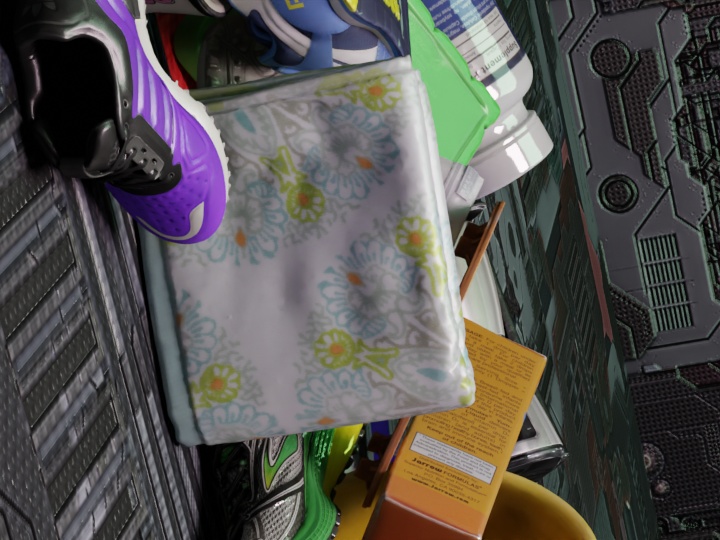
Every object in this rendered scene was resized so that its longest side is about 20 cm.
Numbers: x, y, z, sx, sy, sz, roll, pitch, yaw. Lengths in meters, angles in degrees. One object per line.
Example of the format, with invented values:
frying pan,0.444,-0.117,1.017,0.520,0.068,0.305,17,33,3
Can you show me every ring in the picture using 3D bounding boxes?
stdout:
ring,0.038,0.048,1.522,0.200,0.019,0.201,24,90,-88

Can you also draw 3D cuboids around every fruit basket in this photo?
fruit basket,-0.034,-0.130,1.648,0.156,0.215,0.216,-56,146,-26

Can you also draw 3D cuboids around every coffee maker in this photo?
coffee maker,0.066,0.069,1.848,0.192,0.135,0.200,31,40,-77

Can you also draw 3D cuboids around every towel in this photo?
towel,-0.035,-0.011,1.412,0.048,0.171,0.200,-9,90,-77

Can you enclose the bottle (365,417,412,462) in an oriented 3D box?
bottle,0.033,0.064,1.706,0.084,0.065,0.200,53,29,-64

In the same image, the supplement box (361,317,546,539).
supplement box,0.056,0.113,1.529,0.200,0.069,0.067,-66,177,-56

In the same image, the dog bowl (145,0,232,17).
dog bowl,-0.128,-0.231,1.397,0.200,0.074,0.200,-10,90,-79

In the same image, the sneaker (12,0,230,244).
sneaker,-0.129,-0.072,1.295,0.100,0.069,0.200,-78,152,-45

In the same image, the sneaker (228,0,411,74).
sneaker,-0.018,-0.145,1.466,0.200,0.082,0.074,48,35,-67

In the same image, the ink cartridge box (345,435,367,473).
ink cartridge box,-0.029,0.079,1.672,0.146,0.048,0.200,-83,161,-54

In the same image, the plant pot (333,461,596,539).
plant pot,0.043,0.248,1.561,0.201,0.200,0.189,-80,172,-59

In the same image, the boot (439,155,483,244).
boot,0.000,0.000,1.589,0.074,0.095,0.200,-61,175,-57

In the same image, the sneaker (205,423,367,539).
sneaker,-0.060,0.125,1.472,0.085,0.078,0.200,37,37,-16

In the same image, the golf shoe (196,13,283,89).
golf shoe,-0.074,-0.051,1.506,0.078,0.097,0.200,-19,103,-40

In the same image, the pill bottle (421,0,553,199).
pill bottle,0.050,-0.152,1.767,0.200,0.111,0.111,59,16,-11
